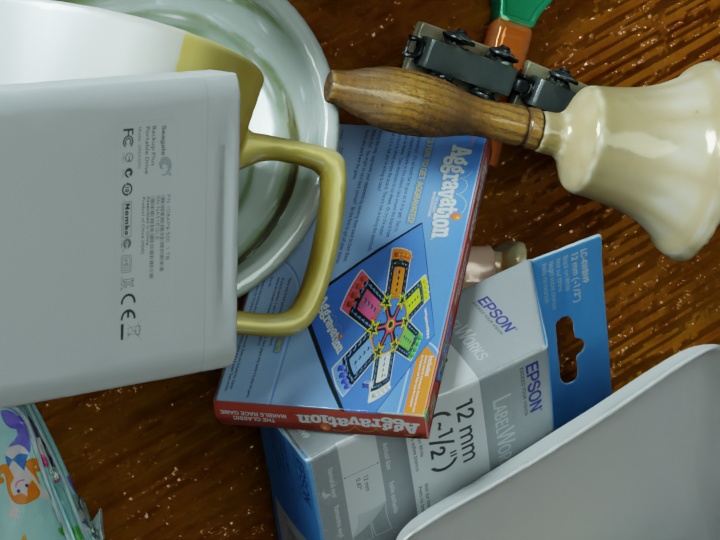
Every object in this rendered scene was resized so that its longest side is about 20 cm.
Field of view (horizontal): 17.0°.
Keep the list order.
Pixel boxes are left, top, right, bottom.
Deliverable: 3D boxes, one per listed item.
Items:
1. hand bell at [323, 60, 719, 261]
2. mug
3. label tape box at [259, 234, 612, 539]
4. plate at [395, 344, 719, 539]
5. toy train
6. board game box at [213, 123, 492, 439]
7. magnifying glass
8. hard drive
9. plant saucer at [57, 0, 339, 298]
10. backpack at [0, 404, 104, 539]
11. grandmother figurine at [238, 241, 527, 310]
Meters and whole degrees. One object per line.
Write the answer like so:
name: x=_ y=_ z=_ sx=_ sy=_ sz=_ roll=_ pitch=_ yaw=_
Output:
hand bell: x=0.078 y=-0.071 z=1.205 sx=0.200 sy=0.104 sz=0.104 roll=9 pitch=82 yaw=-17
mug: x=-0.115 y=-0.029 z=1.102 sx=0.186 sy=0.149 sz=0.153 roll=9 pitch=82 yaw=17
label tape box: x=0.054 y=0.086 z=1.214 sx=0.200 sy=0.066 sz=0.143 roll=-23 pitch=133 yaw=-16
plate: x=0.108 y=0.144 z=1.230 sx=0.200 sy=0.032 sz=0.200 roll=-30 pitch=136 yaw=-16
toy train: x=0.103 y=-0.090 z=1.276 sx=0.200 sy=0.046 sz=0.034 roll=18 pitch=96 yaw=-29
board game box: x=0.000 y=0.000 z=1.191 sx=0.103 sy=0.019 sz=0.200 roll=3 pitch=45 yaw=13
magnifying glass: x=0.087 y=-0.152 z=1.309 sx=0.080 sy=0.022 sz=0.200 roll=18 pitch=78 yaw=-14
hard drive: x=-0.134 y=-0.011 z=0.998 sx=0.200 sy=0.027 sz=0.132 roll=-9 pitch=106 yaw=-43
plant saucer: x=-0.110 y=-0.064 z=1.209 sx=0.200 sy=0.050 sz=0.200 roll=0 pitch=74 yaw=0
backpack: x=-0.203 y=0.154 z=1.133 sx=0.177 sy=0.151 sz=0.200 roll=-23 pitch=97 yaw=-17
grandmother figurine: x=-0.013 y=0.019 z=1.246 sx=0.200 sy=0.061 sz=0.121 roll=3 pitch=57 yaw=-13
